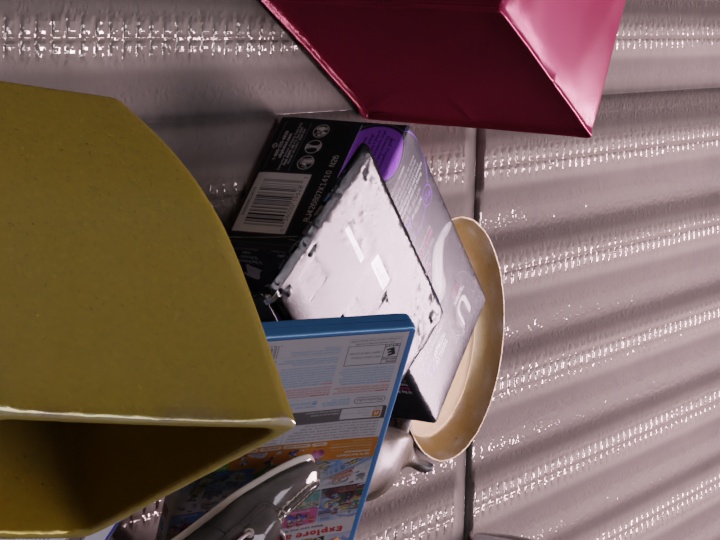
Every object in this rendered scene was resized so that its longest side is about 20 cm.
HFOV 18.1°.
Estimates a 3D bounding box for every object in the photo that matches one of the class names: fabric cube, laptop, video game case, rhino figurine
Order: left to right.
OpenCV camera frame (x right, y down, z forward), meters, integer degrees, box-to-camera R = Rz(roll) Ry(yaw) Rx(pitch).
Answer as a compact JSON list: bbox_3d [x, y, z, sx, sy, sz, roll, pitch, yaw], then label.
[{"bbox_3d":[-0.055,0.038,1.497,0.200,0.103,0.178,-57,143,-27],"label":"laptop"},{"bbox_3d":[-0.052,0.114,1.472,0.142,0.018,0.201,-3,129,-25],"label":"video game case"},{"bbox_3d":[-0.006,0.142,1.647,0.060,0.087,0.200,60,22,16],"label":"rhino figurine"},{"bbox_3d":[0.073,-0.232,1.633,0.196,0.199,0.200,44,58,-57],"label":"fabric cube"}]

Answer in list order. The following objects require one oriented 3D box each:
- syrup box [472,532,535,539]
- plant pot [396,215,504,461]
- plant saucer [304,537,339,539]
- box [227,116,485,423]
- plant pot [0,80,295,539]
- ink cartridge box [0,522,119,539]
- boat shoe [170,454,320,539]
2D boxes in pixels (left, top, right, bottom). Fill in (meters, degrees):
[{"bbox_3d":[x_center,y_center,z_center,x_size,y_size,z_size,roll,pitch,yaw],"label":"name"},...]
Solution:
[{"bbox_3d":[0.118,0.334,1.937,0.079,0.081,0.201,55,47,-54],"label":"syrup box"},{"bbox_3d":[0.066,0.055,1.850,0.200,0.027,0.201,-20,113,-61],"label":"plant pot"},{"bbox_3d":[-0.092,0.233,1.440,0.032,0.200,0.200,50,33,5],"label":"plant saucer"},{"bbox_3d":[0.000,0.000,1.626,0.123,0.106,0.200,-65,146,-32],"label":"box"},{"bbox_3d":[-0.180,0.015,1.161,0.195,0.194,0.201,6,64,-42],"label":"plant pot"},{"bbox_3d":[-0.207,0.111,1.317,0.197,0.043,0.201,-57,145,-42],"label":"ink cartridge box"},{"bbox_3d":[-0.095,0.187,1.419,0.200,0.057,0.067,-30,165,-30],"label":"boat shoe"}]
